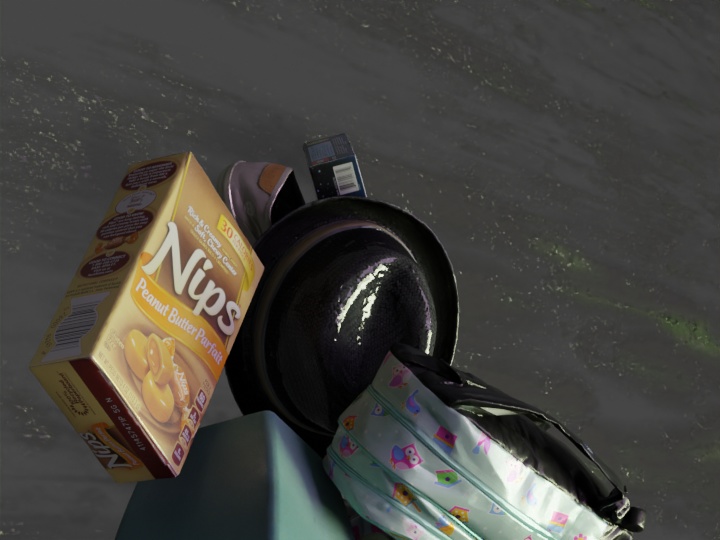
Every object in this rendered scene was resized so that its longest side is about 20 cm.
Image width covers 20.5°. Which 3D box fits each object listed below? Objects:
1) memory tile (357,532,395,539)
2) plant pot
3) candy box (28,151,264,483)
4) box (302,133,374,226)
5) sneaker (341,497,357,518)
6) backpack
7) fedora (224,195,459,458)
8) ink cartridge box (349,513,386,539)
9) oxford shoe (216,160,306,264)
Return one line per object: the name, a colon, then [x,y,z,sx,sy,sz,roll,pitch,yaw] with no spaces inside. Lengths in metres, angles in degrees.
memory tile: [-0.033,0.281,1.358,0.017,0.153,0.200,25,61,-43]
plant pot: [-0.081,0.206,1.315,0.141,0.141,0.200,49,32,-45]
candy box: [-0.138,0.029,1.335,0.115,0.055,0.200,60,35,-34]
box: [0.000,0.000,1.556,0.137,0.038,0.200,-111,-174,-79]
sneaker: [-0.007,0.239,1.435,0.200,0.071,0.099,39,38,-8]
backpack: [0.075,0.140,1.371,0.200,0.167,0.127,35,88,-35]
fedora: [-0.004,0.048,1.438,0.092,0.200,0.201,-156,-130,-73]
ink cartridge box: [0.047,0.274,1.384,0.119,0.042,0.200,18,52,-36]
oxford shoe: [-0.047,0.003,1.512,0.200,0.058,0.075,68,28,-27]
